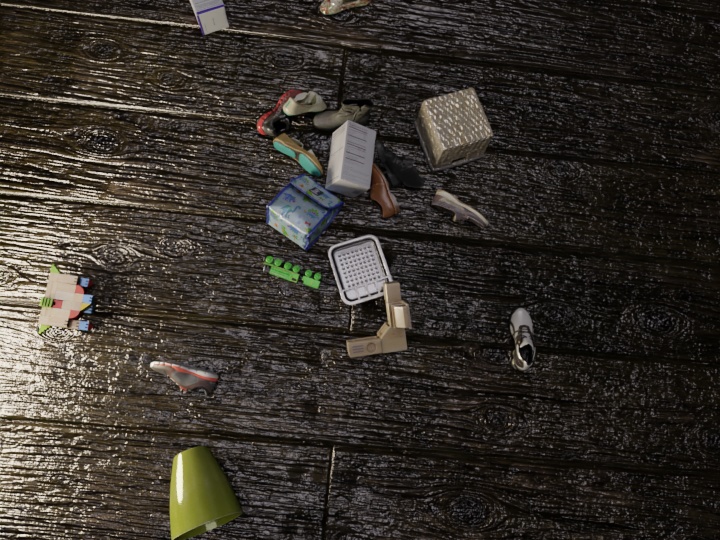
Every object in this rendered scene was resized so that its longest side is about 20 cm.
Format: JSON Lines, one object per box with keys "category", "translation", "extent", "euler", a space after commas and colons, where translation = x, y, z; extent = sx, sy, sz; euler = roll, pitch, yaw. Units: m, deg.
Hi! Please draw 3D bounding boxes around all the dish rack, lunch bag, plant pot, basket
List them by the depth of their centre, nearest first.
{"category": "plant pot", "translation": [-0.437, 0.592, 1.382], "extent": [0.186, 0.188, 0.201], "euler": [-21, 65, -9]}
{"category": "lunch bag", "translation": [-0.172, -0.196, 1.604], "extent": [0.170, 0.128, 0.200], "euler": [36, 61, 7]}
{"category": "dish rack", "translation": [0.000, 0.000, 1.607], "extent": [0.170, 0.044, 0.202], "euler": [-17, 79, -7]}
{"category": "basket", "translation": [0.305, -0.466, 1.680], "extent": [0.197, 0.161, 0.202], "euler": [-17, 77, -7]}

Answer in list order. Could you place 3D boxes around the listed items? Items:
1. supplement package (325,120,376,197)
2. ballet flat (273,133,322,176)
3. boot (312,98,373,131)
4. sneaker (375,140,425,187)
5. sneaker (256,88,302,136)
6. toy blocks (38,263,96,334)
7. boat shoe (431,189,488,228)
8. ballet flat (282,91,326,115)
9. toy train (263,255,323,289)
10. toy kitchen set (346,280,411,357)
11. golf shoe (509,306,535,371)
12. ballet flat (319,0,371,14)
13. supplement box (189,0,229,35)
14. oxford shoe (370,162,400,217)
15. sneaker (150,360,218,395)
{"category": "supplement package", "translation": [-0.031, -0.355, 1.634], "extent": [0.109, 0.113, 0.202], "euler": [14, 75, -28]}
{"category": "ballet flat", "translation": [-0.193, -0.386, 1.671], "extent": [0.199, 0.069, 0.063], "euler": [36, 63, 3]}
{"category": "boot", "translation": [-0.059, -0.525, 1.677], "extent": [0.198, 0.131, 0.068], "euler": [-6, 77, -6]}
{"category": "sneaker", "translation": [0.130, -0.348, 1.655], "extent": [0.103, 0.060, 0.201], "euler": [-21, 119, 13]}
{"category": "sneaker", "translation": [-0.247, -0.516, 1.679], "extent": [0.098, 0.071, 0.201], "euler": [34, 77, 33]}
{"category": "toy blocks", "translation": [-0.850, 0.093, 1.502], "extent": [0.136, 0.100, 0.202], "euler": [9, 77, -14]}
{"category": "boat shoe", "translation": [0.322, -0.188, 1.666], "extent": [0.199, 0.072, 0.065], "euler": [33, 89, 1]}
{"category": "ballet flat", "translation": [-0.171, -0.548, 1.656], "extent": [0.070, 0.070, 0.200], "euler": [47, 41, 6]}
{"category": "toy train", "translation": [-0.213, 0.009, 1.591], "extent": [0.198, 0.042, 0.057], "euler": [19, 87, 0]}
{"category": "toy kitchen set", "translation": [0.046, 0.146, 1.491], "extent": [0.179, 0.163, 0.202], "euler": [-7, 93, -6]}
{"category": "golf shoe", "translation": [0.511, 0.208, 1.575], "extent": [0.077, 0.095, 0.202], "euler": [1, 75, -3]}
{"category": "ballet flat", "translation": [-0.051, -0.973, 1.816], "extent": [0.199, 0.064, 0.076], "euler": [-21, 80, -8]}
{"category": "supplement box", "translation": [-0.537, -0.937, 1.749], "extent": [0.103, 0.101, 0.201], "euler": [-22, 80, -9]}
{"category": "oxford shoe", "translation": [0.056, -0.266, 1.661], "extent": [0.071, 0.071, 0.201], "euler": [-24, 81, -4]}
{"category": "sneaker", "translation": [-0.519, 0.315, 1.479], "extent": [0.198, 0.077, 0.083], "euler": [15, 83, 0]}
